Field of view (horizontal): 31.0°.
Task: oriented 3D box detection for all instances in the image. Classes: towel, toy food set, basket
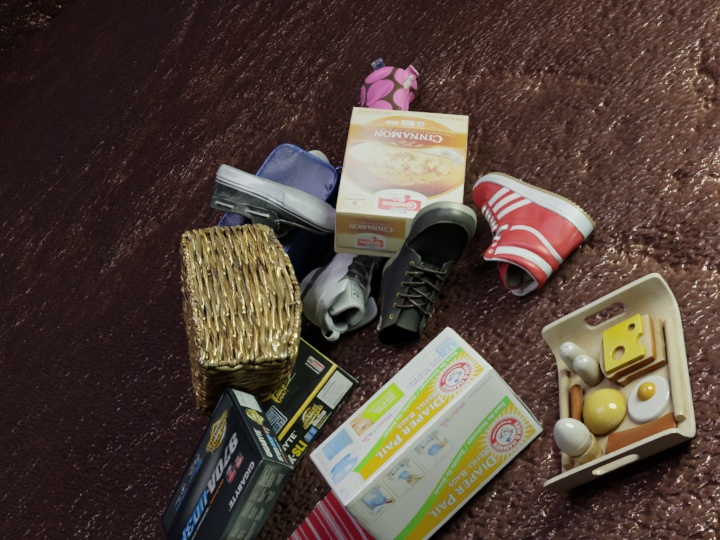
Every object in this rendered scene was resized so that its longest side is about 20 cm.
[{"bbox_3d":[-0.043,0.314,1.401,0.200,0.022,0.145,-48,27,-1],"label":"towel"},{"bbox_3d":[0.232,0.104,1.227,0.143,0.060,0.201,-31,35,31],"label":"toy food set"},{"bbox_3d":[-0.148,0.060,1.635,0.149,0.141,0.201,102,158,-58],"label":"basket"}]

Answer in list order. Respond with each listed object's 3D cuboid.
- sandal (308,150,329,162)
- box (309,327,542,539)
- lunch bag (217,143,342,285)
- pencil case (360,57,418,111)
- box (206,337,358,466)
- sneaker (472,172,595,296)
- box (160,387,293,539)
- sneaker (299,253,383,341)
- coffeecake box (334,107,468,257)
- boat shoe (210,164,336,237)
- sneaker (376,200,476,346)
[{"bbox_3d":[-0.121,-0.093,1.938,0.207,0.079,0.059,-51,27,-20],"label":"sandal"},{"bbox_3d":[0.066,0.173,1.311,0.200,0.101,0.112,-43,29,-3],"label":"box"},{"bbox_3d":[-0.083,-0.065,1.783,0.135,0.132,0.201,32,81,36],"label":"lunch bag"},{"bbox_3d":[0.039,-0.205,1.833,0.093,0.091,0.201,-24,39,26],"label":"pencil case"},{"bbox_3d":[-0.105,0.161,1.640,0.160,0.049,0.200,-53,29,-3],"label":"box"},{"bbox_3d":[0.166,-0.041,1.477,0.113,0.071,0.200,-50,31,-9],"label":"sneaker"},{"bbox_3d":[-0.162,0.264,1.534,0.201,0.046,0.159,-62,30,15],"label":"box"},{"bbox_3d":[0.000,0.000,1.660,0.200,0.075,0.115,-52,29,6],"label":"sneaker"},{"bbox_3d":[0.054,-0.110,1.629,0.152,0.073,0.201,5,46,3],"label":"coffeecake box"},{"bbox_3d":[-0.111,-0.076,1.686,0.199,0.072,0.071,23,99,33],"label":"boat shoe"},{"bbox_3d":[0.078,0.008,1.513,0.200,0.074,0.107,122,161,-54],"label":"sneaker"}]
